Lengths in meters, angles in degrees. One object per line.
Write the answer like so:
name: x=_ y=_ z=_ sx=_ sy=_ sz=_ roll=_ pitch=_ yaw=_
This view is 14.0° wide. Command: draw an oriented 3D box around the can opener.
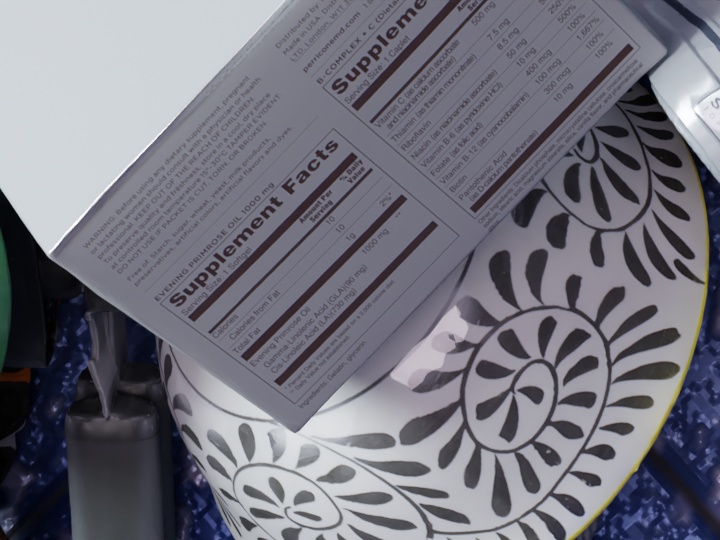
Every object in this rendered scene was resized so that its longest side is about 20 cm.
can opener: x=-0.093 y=0.053 z=0.986 sx=0.066 sy=0.053 sz=0.201 roll=-3 pitch=112 yaw=7

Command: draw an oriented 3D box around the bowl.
bowl: x=0.000 y=0.000 z=0.920 sx=0.200 sy=0.094 sz=0.201 roll=-19 pitch=56 yaw=32

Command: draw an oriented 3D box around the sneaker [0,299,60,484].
sneaker: x=-0.157 y=0.013 z=1.034 sx=0.092 sy=0.076 sz=0.200 roll=48 pitch=115 yaw=39

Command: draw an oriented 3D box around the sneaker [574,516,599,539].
sneaker: x=0.029 y=0.052 z=0.973 sx=0.114 sy=0.073 sz=0.201 roll=21 pitch=97 yaw=17

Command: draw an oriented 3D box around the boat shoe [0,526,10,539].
boat shoe: x=-0.142 y=0.118 z=0.987 sx=0.072 sy=0.068 sz=0.201 roll=-19 pitch=117 yaw=4

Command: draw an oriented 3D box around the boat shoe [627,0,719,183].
boat shoe: x=0.123 y=-0.064 z=0.883 sx=0.067 sy=0.200 sz=0.074 roll=-36 pitch=102 yaw=7

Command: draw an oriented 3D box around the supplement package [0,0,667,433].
supplement package: x=-0.040 y=-0.083 z=0.854 sx=0.156 sy=0.111 sz=0.200 roll=-46 pitch=41 yaw=6

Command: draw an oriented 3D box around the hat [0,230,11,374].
hat: x=-0.152 y=-0.049 z=0.927 sx=0.199 sy=0.176 sz=0.166 roll=15 pitch=121 yaw=22
